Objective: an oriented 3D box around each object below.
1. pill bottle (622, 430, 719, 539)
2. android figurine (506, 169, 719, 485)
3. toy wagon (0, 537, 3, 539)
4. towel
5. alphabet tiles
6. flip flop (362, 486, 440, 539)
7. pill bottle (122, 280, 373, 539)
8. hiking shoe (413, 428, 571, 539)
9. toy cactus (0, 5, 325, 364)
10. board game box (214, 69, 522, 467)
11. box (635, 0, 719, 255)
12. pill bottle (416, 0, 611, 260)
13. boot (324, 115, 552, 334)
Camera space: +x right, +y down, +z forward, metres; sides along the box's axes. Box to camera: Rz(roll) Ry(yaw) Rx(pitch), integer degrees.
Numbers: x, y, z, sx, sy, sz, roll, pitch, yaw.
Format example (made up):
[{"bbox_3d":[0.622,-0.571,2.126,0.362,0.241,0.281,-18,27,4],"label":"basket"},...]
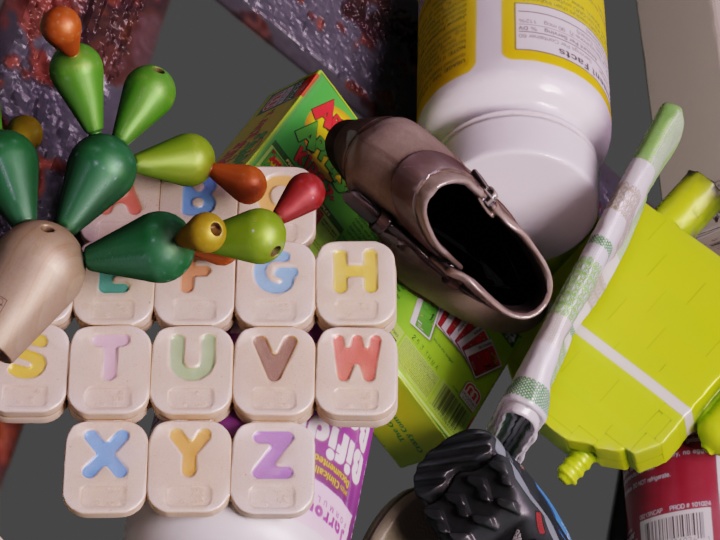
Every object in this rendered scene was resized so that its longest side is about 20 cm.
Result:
[{"bbox_3d":[0.216,0.109,1.438,0.112,0.113,0.202,18,62,-40],"label":"pill bottle"},{"bbox_3d":[0.167,0.038,1.393,0.200,0.182,0.041,-49,155,-11],"label":"android figurine"},{"bbox_3d":[-0.213,0.188,1.022,0.156,0.039,0.200,52,45,-16],"label":"toy wagon"},{"bbox_3d":[0.125,0.017,1.311,0.031,0.149,0.201,29,71,4],"label":"towel"},{"bbox_3d":[-0.081,0.029,1.138,0.198,0.015,0.197,1,57,0],"label":"alphabet tiles"},{"bbox_3d":[0.027,0.206,1.245,0.081,0.057,0.201,42,48,-26],"label":"flip flop"},{"bbox_3d":[-0.055,0.108,1.163,0.112,0.112,0.201,34,52,-31],"label":"pill bottle"},{"bbox_3d":[0.098,0.175,1.231,0.087,0.074,0.201,35,30,-51],"label":"hiking shoe"},{"bbox_3d":[-0.133,-0.033,1.123,0.199,0.102,0.166,29,72,7],"label":"toy cactus"},{"bbox_3d":[0.000,0.000,1.311,0.200,0.047,0.102,52,44,-17],"label":"board game box"},{"bbox_3d":[0.245,-0.112,1.592,0.082,0.068,0.202,10,67,-43],"label":"box"},{"bbox_3d":[0.089,-0.110,1.372,0.114,0.114,0.201,34,41,-31],"label":"pill bottle"},{"bbox_3d":[0.059,-0.008,1.224,0.200,0.146,0.070,38,90,-31],"label":"boot"}]
